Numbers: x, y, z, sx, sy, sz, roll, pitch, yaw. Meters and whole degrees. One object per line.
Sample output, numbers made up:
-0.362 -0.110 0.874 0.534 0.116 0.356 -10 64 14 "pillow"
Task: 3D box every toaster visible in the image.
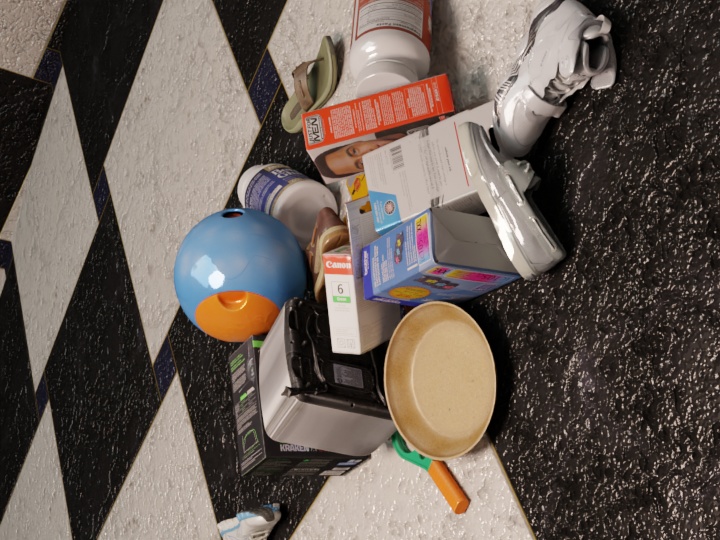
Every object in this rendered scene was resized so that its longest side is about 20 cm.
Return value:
-0.046 0.146 1.628 0.119 0.198 0.182 -55 31 39 "toaster"

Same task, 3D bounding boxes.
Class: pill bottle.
-0.127 -0.111 1.912 0.200 0.110 0.112 31 112 57 "pill bottle"
0.041 -0.313 1.609 0.112 0.111 0.202 -44 33 48 "pill bottle"

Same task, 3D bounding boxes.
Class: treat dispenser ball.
-0.180 0.007 1.762 0.200 0.199 0.203 -16 72 58 "treat dispenser ball"

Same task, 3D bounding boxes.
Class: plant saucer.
0.110 0.140 1.506 0.199 0.035 0.202 -2 88 49 "plant saucer"

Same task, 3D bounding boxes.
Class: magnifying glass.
0.091 0.248 1.568 0.200 0.022 0.080 56 132 51 "magnifying glass"

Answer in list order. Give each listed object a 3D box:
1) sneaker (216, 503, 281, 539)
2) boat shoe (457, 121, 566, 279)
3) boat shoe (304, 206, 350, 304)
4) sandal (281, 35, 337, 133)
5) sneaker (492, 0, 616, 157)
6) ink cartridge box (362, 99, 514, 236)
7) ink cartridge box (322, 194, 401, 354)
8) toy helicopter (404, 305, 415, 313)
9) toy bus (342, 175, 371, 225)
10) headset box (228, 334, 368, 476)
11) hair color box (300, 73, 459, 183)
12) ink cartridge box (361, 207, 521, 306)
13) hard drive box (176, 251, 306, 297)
-0.177 0.445 1.961 0.200 0.074 0.087 -45 55 58 "sneaker"
0.181 -0.092 1.381 0.071 0.070 0.202 -27 84 17 "boat shoe"
-0.047 -0.022 1.745 0.201 0.072 0.072 91 155 -59 "boat shoe"
-0.091 -0.300 1.934 0.201 0.057 0.080 -53 42 42 "sandal"
0.224 -0.215 1.354 0.115 0.075 0.202 47 121 56 "sneaker"
0.110 -0.123 1.498 0.199 0.068 0.117 -21 64 23 "ink cartridge box"
0.000 0.000 1.567 0.050 0.109 0.202 1 104 33 "ink cartridge box"
0.047 -0.030 1.625 0.132 0.079 0.201 39 133 30 "toy helicopter"
0.035 -0.146 1.682 0.201 0.065 0.079 -62 36 34 "toy bus"
-0.093 0.196 1.742 0.093 0.173 0.202 -42 49 50 "headset box"
0.032 -0.185 1.549 0.102 0.198 0.062 56 -158 -63 "hair color box"
0.091 -0.006 1.490 0.200 0.135 0.077 -27 60 56 "ink cartridge box"
-0.203 0.002 1.982 0.200 0.155 0.078 -19 70 58 "hard drive box"
